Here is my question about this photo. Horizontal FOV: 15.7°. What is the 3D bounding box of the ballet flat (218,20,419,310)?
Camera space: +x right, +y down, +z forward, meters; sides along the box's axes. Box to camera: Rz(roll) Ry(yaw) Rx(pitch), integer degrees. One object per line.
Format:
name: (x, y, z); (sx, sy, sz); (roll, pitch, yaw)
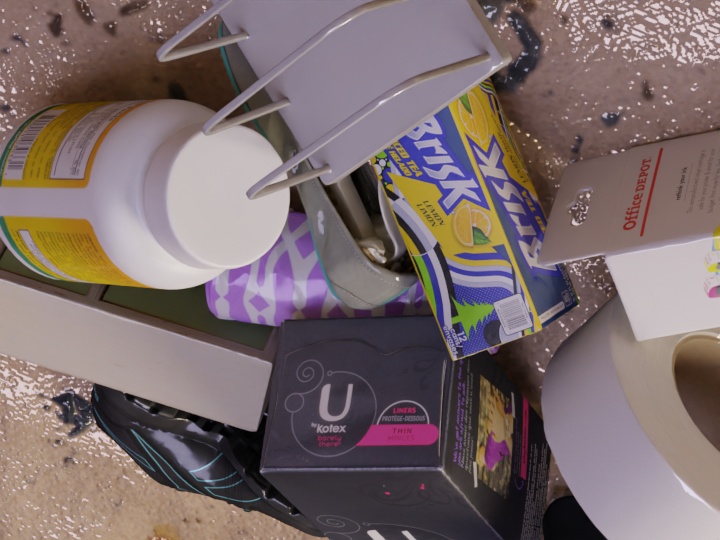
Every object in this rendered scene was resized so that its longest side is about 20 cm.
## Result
ballet flat: (-0.017, -0.075, 1.557); (0.064, 0.067, 0.200); (-22, 93, 38)

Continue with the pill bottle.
pill bottle: (-0.131, -0.046, 1.560); (0.200, 0.113, 0.113); (3, 135, 56)

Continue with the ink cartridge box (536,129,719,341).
ink cartridge box: (0.214, -0.026, 1.529); (0.200, 0.115, 0.068); (-10, 122, 23)

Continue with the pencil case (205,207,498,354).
pencil case: (0.000, 0.000, 1.635); (0.200, 0.084, 0.086); (8, 90, 8)

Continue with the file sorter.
file sorter: (-0.043, -0.156, 1.446); (0.139, 0.125, 0.200); (-34, 86, 30)

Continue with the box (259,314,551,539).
box: (0.033, 0.115, 1.636); (0.122, 0.106, 0.200); (-3, 153, 22)

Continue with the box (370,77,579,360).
box: (0.056, -0.054, 1.534); (0.064, 0.070, 0.200); (-20, 94, 28)

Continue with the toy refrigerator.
toy refrigerator: (-0.147, 0.029, 1.696); (0.200, 0.076, 0.070); (17, 129, 3)

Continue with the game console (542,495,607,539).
game console: (0.227, 0.198, 1.610); (0.200, 0.171, 0.118); (-2, 154, -9)

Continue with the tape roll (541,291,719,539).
tape roll: (0.208, 0.100, 1.572); (0.202, 0.203, 0.071); (35, 127, -12)

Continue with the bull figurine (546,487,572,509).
bull figurine: (0.181, 0.212, 1.750); (0.200, 0.065, 0.122); (3, 124, 12)

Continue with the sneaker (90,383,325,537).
sneaker: (-0.094, 0.119, 1.762); (0.200, 0.075, 0.079); (34, 139, -1)
